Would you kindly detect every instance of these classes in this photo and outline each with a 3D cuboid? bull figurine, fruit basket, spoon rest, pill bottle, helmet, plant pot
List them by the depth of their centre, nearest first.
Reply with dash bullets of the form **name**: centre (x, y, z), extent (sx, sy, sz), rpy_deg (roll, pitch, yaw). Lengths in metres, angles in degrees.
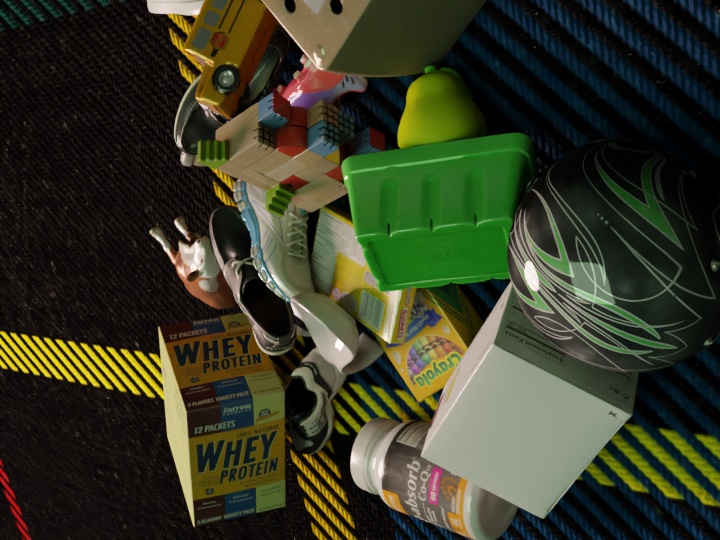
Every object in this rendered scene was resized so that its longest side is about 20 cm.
- **helmet**: centre (0.230, -0.008, 0.937), extent (0.196, 0.192, 0.203), rpy_deg (9, 129, 11)
- **plant pot**: centre (0.005, -0.306, 1.007), extent (0.201, 0.176, 0.200), rpy_deg (51, 137, 9)
- **fruit basket**: centre (0.087, -0.098, 1.080), extent (0.213, 0.217, 0.156), rpy_deg (21, 152, 34)
- **spoon rest**: centre (-0.028, 0.082, 1.257), extent (0.099, 0.061, 0.200), rpy_deg (36, 176, 27)
- **pill bottle**: centre (0.090, 0.249, 1.284), extent (0.198, 0.116, 0.118), rpy_deg (10, 119, 39)
- **bull figurine**: centre (-0.219, -0.008, 1.418), extent (0.122, 0.065, 0.201), rpy_deg (50, 170, 20)

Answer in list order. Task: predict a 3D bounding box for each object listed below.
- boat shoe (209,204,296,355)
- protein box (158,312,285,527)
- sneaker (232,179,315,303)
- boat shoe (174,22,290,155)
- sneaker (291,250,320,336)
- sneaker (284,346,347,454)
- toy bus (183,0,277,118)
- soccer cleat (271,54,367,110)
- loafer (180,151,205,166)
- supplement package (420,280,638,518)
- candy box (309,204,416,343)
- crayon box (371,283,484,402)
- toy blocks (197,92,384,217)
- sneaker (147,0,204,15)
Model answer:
- **boat shoe**: centre (-0.132, 0.004, 1.300), extent (0.068, 0.071, 0.202), rpy_deg (101, 145, -77)
- **protein box**: centre (-0.192, 0.202, 1.455), extent (0.199, 0.133, 0.203), rpy_deg (-124, 30, -53)
- **sneaker**: centre (-0.092, -0.053, 1.288), extent (0.086, 0.074, 0.202), rpy_deg (-36, 63, 26)
- **boat shoe**: centre (-0.151, -0.204, 1.234), extent (0.199, 0.066, 0.074), rpy_deg (-42, 122, 16)
- **sneaker**: centre (-0.103, -0.010, 1.367), extent (0.200, 0.076, 0.081), rpy_deg (45, 119, 13)
- **sneaker**: centre (-0.080, 0.187, 1.433), extent (0.075, 0.087, 0.202), rpy_deg (33, 133, 23)
- **toy bus**: centre (-0.133, -0.276, 1.153), extent (0.077, 0.065, 0.203), rpy_deg (25, 89, 7)
- **soccer cleat**: centre (-0.065, -0.193, 1.225), extent (0.076, 0.067, 0.200), rpy_deg (34, 146, -14)
- **loafer**: centre (-0.170, -0.214, 1.316), extent (0.069, 0.076, 0.201), rpy_deg (15, 128, -18)
- **supplement package**: centre (0.178, 0.137, 1.105), extent (0.154, 0.112, 0.201), rpy_deg (26, 132, 0)
- **candy box**: centre (0.000, 0.000, 1.221), extent (0.199, 0.026, 0.104), rpy_deg (34, 114, 53)
- **crayon box**: centre (0.079, 0.068, 1.240), extent (0.201, 0.051, 0.126), rpy_deg (55, 138, 4)
- **toy blocks**: centre (-0.064, -0.137, 1.176), extent (0.136, 0.198, 0.102), rpy_deg (-25, 56, 38)
- **sneaker**: centre (-0.202, -0.370, 1.244), extent (0.198, 0.073, 0.117), rpy_deg (11, 123, 41)
